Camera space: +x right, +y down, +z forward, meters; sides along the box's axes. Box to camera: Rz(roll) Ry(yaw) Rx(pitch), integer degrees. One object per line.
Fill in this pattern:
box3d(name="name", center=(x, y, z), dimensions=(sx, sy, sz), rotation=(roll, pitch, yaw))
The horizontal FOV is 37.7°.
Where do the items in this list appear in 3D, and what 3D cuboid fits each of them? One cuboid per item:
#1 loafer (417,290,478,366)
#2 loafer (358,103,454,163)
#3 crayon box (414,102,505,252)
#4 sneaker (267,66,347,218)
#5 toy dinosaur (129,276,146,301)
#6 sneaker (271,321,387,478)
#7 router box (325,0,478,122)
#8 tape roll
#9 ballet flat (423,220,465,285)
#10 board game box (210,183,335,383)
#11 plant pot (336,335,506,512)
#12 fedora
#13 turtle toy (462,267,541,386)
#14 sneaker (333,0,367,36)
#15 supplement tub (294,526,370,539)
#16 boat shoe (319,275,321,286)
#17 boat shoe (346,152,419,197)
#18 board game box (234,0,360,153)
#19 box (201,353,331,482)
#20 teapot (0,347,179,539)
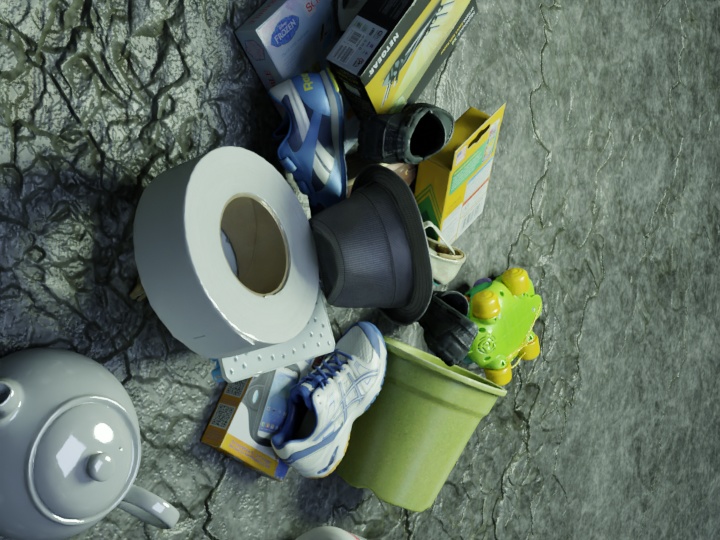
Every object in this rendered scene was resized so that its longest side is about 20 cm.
box3d(name="loafer", center=(0.110, 0.058, 1.376), dimensions=(0.070, 0.201, 0.068), rotation=(-44, 110, 8))
box3d(name="loafer", center=(0.068, -0.153, 1.211), dimensions=(0.200, 0.070, 0.069), rotation=(-22, 120, -60))
box3d(name="crayon box", center=(0.125, -0.125, 1.398), dimensions=(0.126, 0.051, 0.201), rotation=(-45, 155, -35))
box3d(name="sneaker", center=(-0.060, -0.131, 1.210), dimensions=(0.082, 0.074, 0.201), rotation=(-9, 113, -11))
box3d(name="toy dinosaur", center=(-0.166, -0.032, 1.150), dimensions=(0.101, 0.058, 0.201), rotation=(51, 59, -37))
box3d(name="sneaker", center=(-0.036, 0.144, 1.250), dimensions=(0.088, 0.075, 0.201), rotation=(40, 66, -44))
box3d(name="router box", center=(0.053, -0.274, 1.221), dimensions=(0.200, 0.052, 0.157), rotation=(-56, 159, -7))
box3d(name="tape roll", center=(-0.128, -0.017, 1.045), dimensions=(0.202, 0.071, 0.204), rotation=(31, 51, -48))
box3d(name="ballet flat", center=(0.056, -0.051, 1.358), dimensions=(0.200, 0.068, 0.062), rotation=(32, 114, -31))
box3d(name="board game box", center=(-0.115, 0.008, 1.145), dimensions=(0.200, 0.026, 0.201), rotation=(-11, 85, -57))
box3d(name="plant pot", center=(0.061, 0.199, 1.357), dimensions=(0.200, 0.200, 0.185), rotation=(22, 91, -47))
box3d(name="fedora", center=(-0.002, -0.019, 1.130), dimensions=(0.090, 0.200, 0.178), rotation=(-14, 98, -16))
box3d(name="turtle toy", center=(0.198, 0.066, 1.533), dimensions=(0.200, 0.101, 0.146), rotation=(-34, 121, -40))
box3d(name="sneaker", center=(0.019, -0.335, 1.227), dimensions=(0.074, 0.088, 0.201), rotation=(-26, 117, -46))
box3d(name="supplement tub", center=(0.000, 0.411, 1.335), dimensions=(0.200, 0.140, 0.141), rotation=(33, 71, -44))
box3d(name="boat shoe", center=(0.000, 0.000, 1.309), dimensions=(0.199, 0.092, 0.075), rotation=(7, 92, -47))
box3d(name="boat shoe", center=(0.039, -0.127, 1.351), dimensions=(0.200, 0.072, 0.068), rotation=(-33, 117, -43))
box3d(name="board game box", center=(-0.035, -0.261, 1.272), dimensions=(0.200, 0.041, 0.200), rotation=(-51, 129, -30))
box3d(name="box", center=(-0.100, 0.137, 1.261), dimensions=(0.119, 0.041, 0.201), rotation=(40, 69, -43))
box3d(name="teapot", center=(-0.276, 0.172, 0.992), dimensions=(0.199, 0.146, 0.199), rotation=(-12, 105, -47))
